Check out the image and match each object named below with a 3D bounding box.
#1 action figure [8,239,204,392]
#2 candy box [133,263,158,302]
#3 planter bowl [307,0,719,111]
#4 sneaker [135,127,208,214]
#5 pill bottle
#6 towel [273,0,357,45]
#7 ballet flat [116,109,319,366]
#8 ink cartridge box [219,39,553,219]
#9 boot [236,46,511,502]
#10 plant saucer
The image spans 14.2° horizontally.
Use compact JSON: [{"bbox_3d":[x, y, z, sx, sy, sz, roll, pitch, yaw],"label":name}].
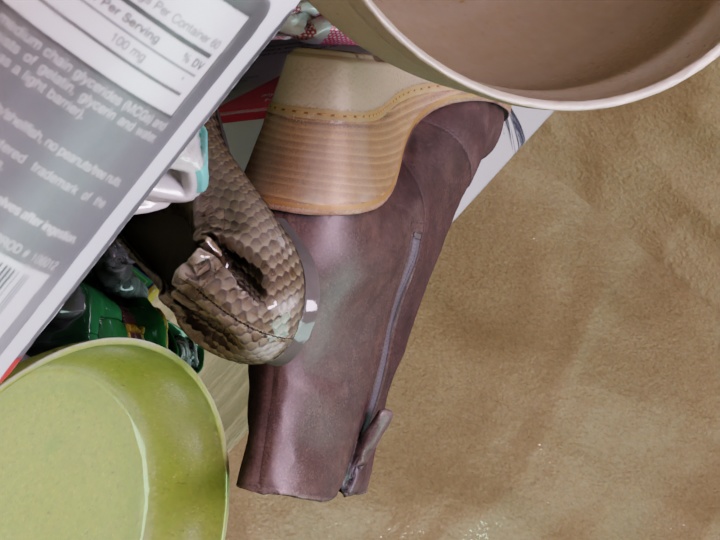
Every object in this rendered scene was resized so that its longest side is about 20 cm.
[{"bbox_3d":[-0.105,0.026,1.080,0.054,0.119,0.200,-7,173,17],"label":"action figure"},{"bbox_3d":[-0.191,0.079,1.171,0.200,0.077,0.169,-48,176,-46],"label":"candy box"},{"bbox_3d":[0.037,-0.155,0.967,0.200,0.200,0.135,-49,-157,-16],"label":"planter bowl"},{"bbox_3d":[-0.081,-0.062,0.997,0.200,0.088,0.075,-48,167,-45],"label":"sneaker"},{"bbox_3d":[-0.082,-0.074,0.718,0.200,0.116,0.116,-51,176,7],"label":"pill bottle"},{"bbox_3d":[0.029,-0.098,1.134,0.199,0.030,0.146,-3,-174,-26],"label":"towel"},{"bbox_3d":[-0.075,-0.031,1.036,0.046,0.200,0.068,11,117,-35],"label":"ballet flat"},{"bbox_3d":[-0.006,-0.075,1.301,0.144,0.085,0.200,-4,-155,32],"label":"ink cartridge box"},{"bbox_3d":[0.000,0.000,1.114,0.200,0.072,0.167,-5,103,-69],"label":"boot"},{"bbox_3d":[-0.120,0.112,0.989,0.200,0.031,0.201,-34,136,-41],"label":"plant saucer"}]
